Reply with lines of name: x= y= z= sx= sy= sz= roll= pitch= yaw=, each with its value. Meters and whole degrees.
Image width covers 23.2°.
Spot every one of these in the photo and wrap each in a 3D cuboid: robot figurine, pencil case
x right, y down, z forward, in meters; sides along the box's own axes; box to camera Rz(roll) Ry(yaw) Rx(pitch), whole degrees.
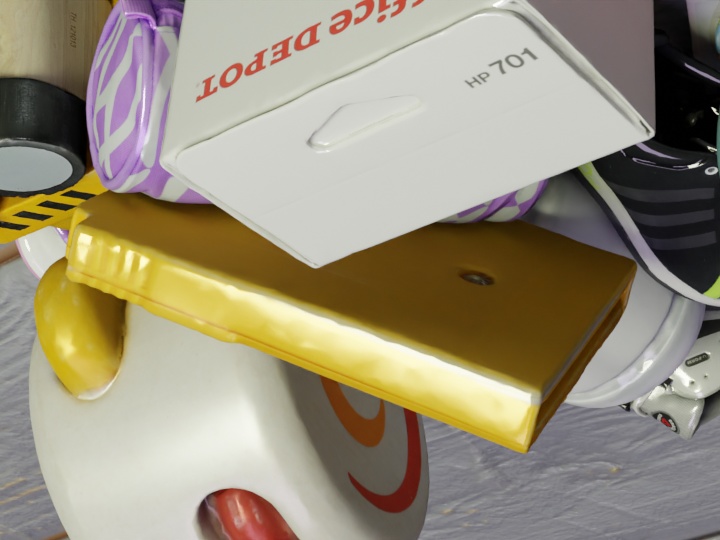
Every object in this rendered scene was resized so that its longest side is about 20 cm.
robot figurine: x=0.095 y=-0.002 z=0.875 sx=0.200 sy=0.113 sz=0.170 roll=31 pitch=107 yaw=-36
pencil case: x=-0.011 y=-0.065 z=0.713 sx=0.199 sy=0.084 sz=0.086 roll=1 pitch=140 yaw=-26

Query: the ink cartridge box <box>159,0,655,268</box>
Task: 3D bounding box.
ink cartridge box: x=0.019 y=-0.121 z=0.606 sx=0.146 sy=0.201 sz=0.086 roll=-20 pitch=142 yaw=34

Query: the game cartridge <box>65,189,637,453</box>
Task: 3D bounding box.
game cartridge: x=0.000 y=0.000 z=0.717 sx=0.199 sy=0.176 sz=0.033 roll=18 pitch=111 yaw=15

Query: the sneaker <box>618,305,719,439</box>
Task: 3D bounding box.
sneaker: x=0.159 y=0.048 z=0.978 sx=0.199 sy=0.089 sz=0.074 roll=2 pitch=150 yaw=6

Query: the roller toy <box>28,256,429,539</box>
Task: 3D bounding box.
roller toy: x=-0.064 y=0.072 z=0.826 sx=0.139 sy=0.183 sz=0.200 roll=-21 pitch=174 yaw=19

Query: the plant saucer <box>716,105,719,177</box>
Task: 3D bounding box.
plant saucer: x=0.219 y=-0.095 z=0.709 sx=0.199 sy=0.027 sz=0.201 roll=-22 pitch=138 yaw=-21

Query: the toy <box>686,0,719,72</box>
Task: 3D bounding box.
toy: x=0.200 y=-0.104 z=0.761 sx=0.115 sy=0.047 sz=0.200 roll=-3 pitch=148 yaw=14

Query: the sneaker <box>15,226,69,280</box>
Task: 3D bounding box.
sneaker: x=-0.097 y=-0.008 z=0.932 sx=0.088 sy=0.081 sz=0.200 roll=-34 pitch=143 yaw=12

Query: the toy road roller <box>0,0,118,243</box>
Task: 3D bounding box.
toy road roller: x=-0.161 y=-0.065 z=0.800 sx=0.199 sy=0.123 sz=0.146 roll=-19 pitch=153 yaw=32

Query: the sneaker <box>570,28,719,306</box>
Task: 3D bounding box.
sneaker: x=0.153 y=-0.044 z=0.796 sx=0.200 sy=0.072 sz=0.083 roll=37 pitch=159 yaw=-33
